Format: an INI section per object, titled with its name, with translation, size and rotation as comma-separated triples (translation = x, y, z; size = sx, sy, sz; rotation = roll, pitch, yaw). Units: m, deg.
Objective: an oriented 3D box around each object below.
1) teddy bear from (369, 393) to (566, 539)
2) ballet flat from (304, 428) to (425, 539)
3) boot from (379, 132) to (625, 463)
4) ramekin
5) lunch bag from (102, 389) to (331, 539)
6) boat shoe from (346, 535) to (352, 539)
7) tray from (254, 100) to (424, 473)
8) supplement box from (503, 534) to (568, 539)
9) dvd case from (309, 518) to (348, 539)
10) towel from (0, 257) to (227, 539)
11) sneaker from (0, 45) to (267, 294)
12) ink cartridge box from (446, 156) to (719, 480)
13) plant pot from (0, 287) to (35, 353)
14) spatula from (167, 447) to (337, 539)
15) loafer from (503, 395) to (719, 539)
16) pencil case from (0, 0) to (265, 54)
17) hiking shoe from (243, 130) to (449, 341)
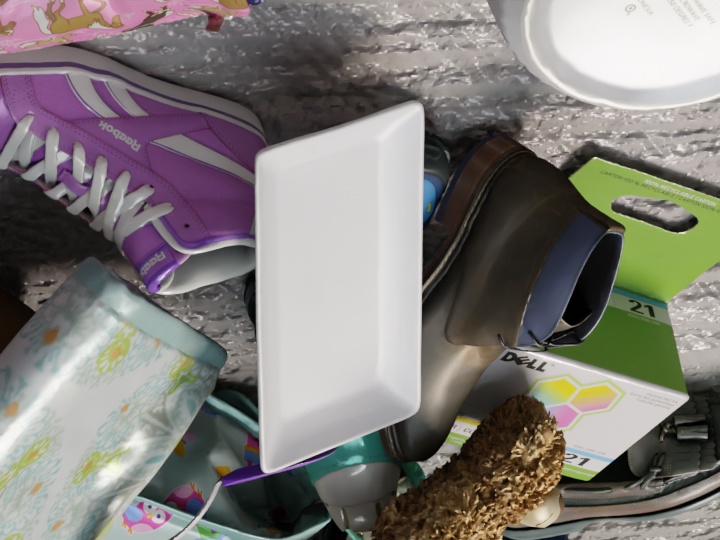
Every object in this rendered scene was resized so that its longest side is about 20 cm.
[teddy bear]
translation = 0.046, 0.160, 1.561
size = 0.200, 0.067, 0.145
rotation = -36, 159, -27
[ballet flat]
translation = 0.006, 0.127, 1.609
size = 0.067, 0.071, 0.200
rotation = -14, 159, 8
[boot]
translation = 0.076, 0.034, 1.508
size = 0.075, 0.097, 0.201
rotation = -6, 120, -49
[ramekin]
translation = 0.147, -0.163, 1.329
size = 0.202, 0.094, 0.203
rotation = -5, 144, -4
[lunch bag]
translation = -0.136, 0.151, 1.680
size = 0.200, 0.122, 0.170
rotation = 22, 134, -27
[boat shoe]
translation = 0.000, 0.205, 1.728
size = 0.067, 0.200, 0.072
rotation = 26, 105, -3
[tray]
translation = -0.015, 0.007, 1.450
size = 0.107, 0.022, 0.201
rotation = -19, 126, -28
[supplement box]
translation = 0.106, 0.324, 1.901
size = 0.134, 0.200, 0.200
rotation = -12, 145, 3
[dvd case]
translation = -0.055, 0.214, 1.702
size = 0.018, 0.200, 0.143
rotation = 32, 128, -13
[towel]
translation = -0.158, 0.086, 1.469
size = 0.171, 0.048, 0.200
rotation = -52, 159, -2
[sneaker]
translation = -0.134, -0.048, 1.411
size = 0.200, 0.115, 0.073
rotation = 10, 141, -23
[ink cartridge box]
translation = 0.135, 0.031, 1.610
size = 0.147, 0.076, 0.200
rotation = 17, 138, -31
[plant pot]
translation = -0.254, 0.061, 1.503
size = 0.186, 0.187, 0.200
rotation = -35, 151, 32
[spatula]
translation = -0.104, 0.144, 1.521
size = 0.200, 0.021, 0.057
rotation = -31, 180, 6
[loafer]
translation = 0.168, 0.123, 1.753
size = 0.199, 0.072, 0.063
rotation = -19, 137, 17
[pencil case]
translation = -0.145, -0.145, 1.304
size = 0.199, 0.087, 0.083
rotation = -11, 176, 3
[hiking shoe]
translation = 0.000, 0.000, 1.527
size = 0.074, 0.087, 0.200
rotation = 8, 141, -23
